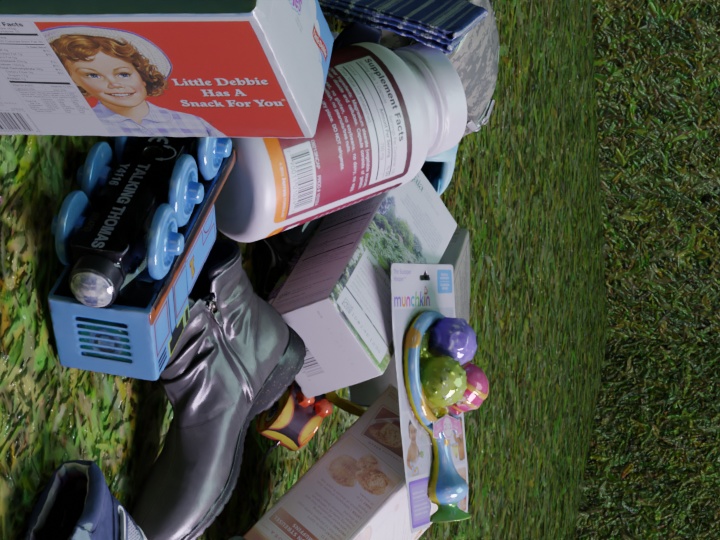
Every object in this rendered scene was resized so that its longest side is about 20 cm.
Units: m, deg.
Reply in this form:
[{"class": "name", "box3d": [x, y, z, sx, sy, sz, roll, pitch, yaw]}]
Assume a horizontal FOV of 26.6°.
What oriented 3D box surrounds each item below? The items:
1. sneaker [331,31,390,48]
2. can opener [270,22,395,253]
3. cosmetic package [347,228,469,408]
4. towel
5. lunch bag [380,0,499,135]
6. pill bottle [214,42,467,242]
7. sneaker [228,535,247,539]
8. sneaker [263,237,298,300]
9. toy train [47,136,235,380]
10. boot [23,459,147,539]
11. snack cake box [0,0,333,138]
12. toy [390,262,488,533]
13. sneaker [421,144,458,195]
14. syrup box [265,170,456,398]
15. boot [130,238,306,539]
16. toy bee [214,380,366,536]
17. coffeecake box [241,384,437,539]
[{"class": "sneaker", "box3d": [-0.063, -0.173, 1.262, 0.199, 0.088, 0.075, 6, 101, -51]}, {"class": "can opener", "box3d": [-0.020, -0.102, 1.231, 0.202, 0.078, 0.063, -65, -176, -13]}, {"class": "cosmetic package", "box3d": [0.046, 0.039, 1.375, 0.200, 0.086, 0.105, -63, 154, -68]}, {"class": "towel", "box3d": [-0.005, -0.217, 1.213, 0.145, 0.197, 0.024, -52, 158, -66]}, {"class": "lunch bag", "box3d": [0.064, -0.235, 1.494, 0.200, 0.137, 0.170, 50, 27, -68]}, {"class": "pill bottle", "box3d": [-0.023, -0.103, 1.130, 0.198, 0.113, 0.114, -21, 120, -31]}, {"class": "sneaker", "box3d": [-0.107, 0.223, 1.069, 0.067, 0.090, 0.199, 58, 17, 24]}, {"class": "sneaker", "box3d": [-0.044, -0.027, 1.326, 0.090, 0.077, 0.202, -72, 159, -52]}, {"class": "toy train", "box3d": [-0.139, -0.027, 0.984, 0.201, 0.085, 0.115, -71, 167, -50]}, {"class": "boot", "box3d": [-0.183, 0.215, 0.908, 0.202, 0.072, 0.091, -82, 159, -45]}, {"class": "snack cake box", "box3d": [-0.125, -0.126, 0.790, 0.115, 0.197, 0.068, 65, 31, -59]}, {"class": "toy", "box3d": [0.070, 0.095, 1.184, 0.115, 0.047, 0.203, 1, 87, -64]}, {"class": "sneaker", "box3d": [0.042, -0.086, 1.336, 0.200, 0.073, 0.083, 100, -6, -68]}, {"class": "syrup box", "box3d": [0.000, 0.000, 1.213, 0.079, 0.081, 0.201, 55, 37, -22]}, {"class": "boot", "box3d": [-0.126, 0.086, 1.061, 0.202, 0.069, 0.132, -63, 142, -22]}, {"class": "toy bee", "box3d": [-0.048, 0.107, 1.241, 0.130, 0.108, 0.203, 12, 60, -31]}, {"class": "coffeecake box", "box3d": [-0.017, 0.217, 1.264, 0.200, 0.073, 0.154, -44, 158, -27]}]
